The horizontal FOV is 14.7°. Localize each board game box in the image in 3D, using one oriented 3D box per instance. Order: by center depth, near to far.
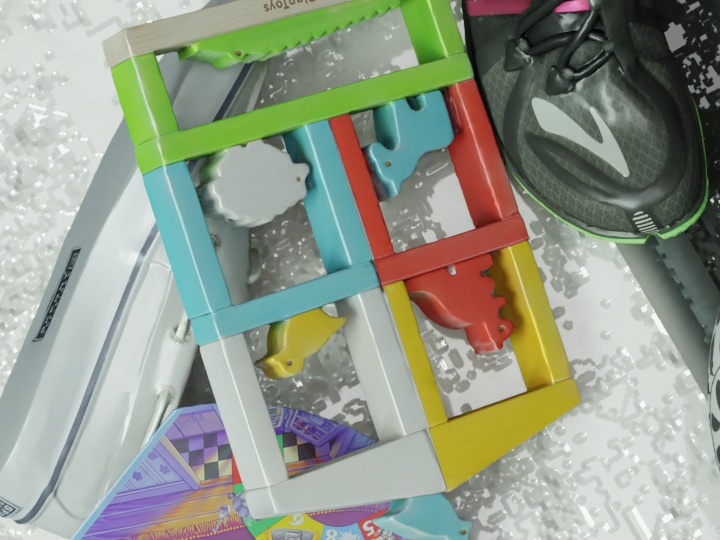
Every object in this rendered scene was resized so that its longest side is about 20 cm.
[{"bbox_3d":[-0.041,0.149,0.949,0.158,0.039,0.200,39,89,-14],"label":"board game box"}]

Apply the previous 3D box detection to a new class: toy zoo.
[{"bbox_3d":[0.000,0.000,0.957,0.131,0.020,0.200,-18,90,-31],"label":"toy zoo"}]

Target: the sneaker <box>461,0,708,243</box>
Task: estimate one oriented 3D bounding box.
[{"bbox_3d":[0.065,-0.102,0.970,0.077,0.084,0.200,-21,83,3],"label":"sneaker"}]

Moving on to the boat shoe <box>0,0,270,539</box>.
[{"bbox_3d":[-0.068,0.002,0.980,0.066,0.072,0.200,26,77,-17],"label":"boat shoe"}]

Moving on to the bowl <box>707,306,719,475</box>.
[{"bbox_3d":[0.179,0.044,0.926,0.200,0.094,0.201,7,78,-36],"label":"bowl"}]
